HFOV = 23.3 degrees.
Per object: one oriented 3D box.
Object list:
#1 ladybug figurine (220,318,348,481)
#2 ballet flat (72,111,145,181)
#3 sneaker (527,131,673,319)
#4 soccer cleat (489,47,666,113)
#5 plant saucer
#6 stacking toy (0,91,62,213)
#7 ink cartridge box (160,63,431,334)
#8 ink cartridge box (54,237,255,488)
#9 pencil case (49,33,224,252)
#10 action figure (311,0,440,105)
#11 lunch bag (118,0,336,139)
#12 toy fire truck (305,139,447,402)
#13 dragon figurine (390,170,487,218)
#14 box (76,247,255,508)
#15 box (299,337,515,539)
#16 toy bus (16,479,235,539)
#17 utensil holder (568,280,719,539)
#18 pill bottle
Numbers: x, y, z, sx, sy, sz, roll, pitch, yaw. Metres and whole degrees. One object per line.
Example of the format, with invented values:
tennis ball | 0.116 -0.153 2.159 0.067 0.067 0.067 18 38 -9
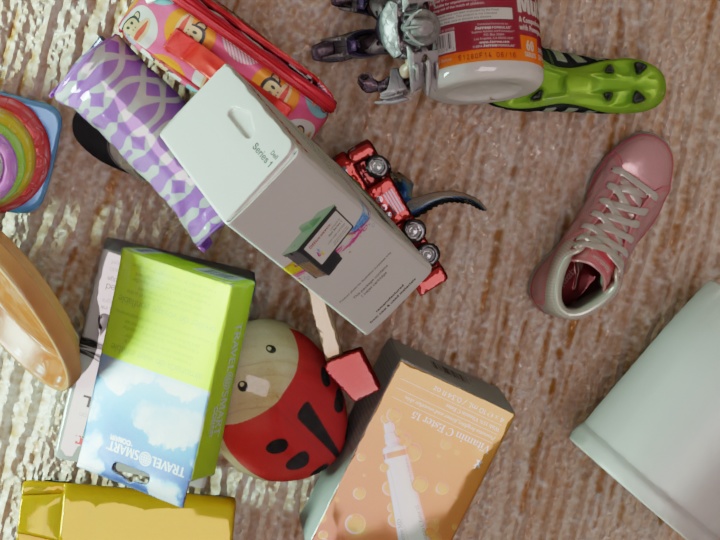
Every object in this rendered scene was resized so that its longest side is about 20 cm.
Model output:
ladybug figurine | -0.068 0.126 1.593 0.136 0.072 0.200 -57 141 -15
ballet flat | -0.167 -0.104 1.587 0.199 0.073 0.073 22 97 -9
sneaker | 0.234 -0.036 1.621 0.075 0.105 0.200 34 94 -8
soccer cleat | 0.183 -0.172 1.611 0.199 0.081 0.068 9 87 14
plant saucer | -0.312 0.019 1.536 0.032 0.200 0.201 -40 102 -22
stacking toy | -0.327 -0.094 1.506 0.116 0.200 0.110 15 98 -9
ink cartridge box | -0.052 -0.057 1.420 0.084 0.145 0.200 -45 135 5
ink cartridge box | -0.189 0.086 1.610 0.145 0.084 0.201 13 98 -8
pencil case | -0.180 -0.112 1.512 0.200 0.084 0.085 46 117 -3
action figure | 0.020 -0.210 1.518 0.069 0.200 0.131 3 97 -19
lunch bag | -0.118 -0.178 1.523 0.200 0.176 0.082 35 95 -11
toy fire truck | 0.000 0.000 1.563 0.141 0.049 0.200 -30 90 4
dragon figurine | 0.011 -0.043 1.619 0.199 0.059 0.100 9 99 -6
box | -0.170 0.091 1.519 0.122 0.048 0.201 17 99 25
box | 0.042 0.185 1.644 0.124 0.097 0.200 25 97 -9
toy bus | -0.220 0.235 1.631 0.199 0.078 0.065 6 83 -7
utensil holder | 0.322 0.134 1.628 0.170 0.170 0.200 39 93 -11
pill bottle | 0.101 -0.256 1.544 0.109 0.110 0.201 -3 82 -5
